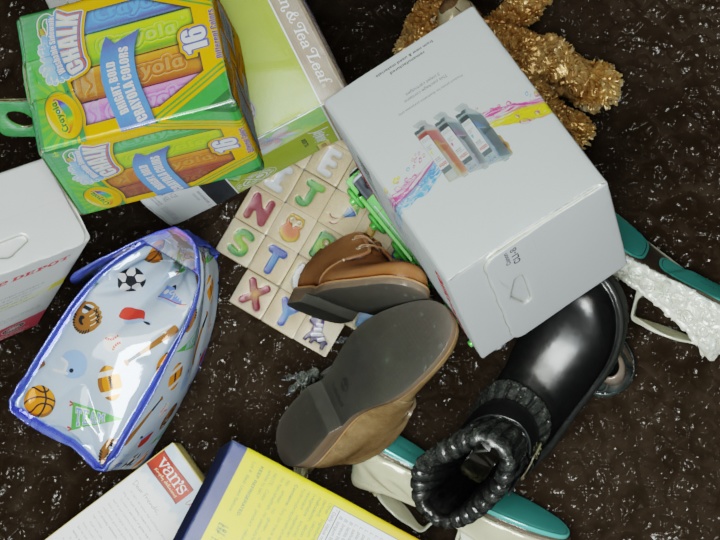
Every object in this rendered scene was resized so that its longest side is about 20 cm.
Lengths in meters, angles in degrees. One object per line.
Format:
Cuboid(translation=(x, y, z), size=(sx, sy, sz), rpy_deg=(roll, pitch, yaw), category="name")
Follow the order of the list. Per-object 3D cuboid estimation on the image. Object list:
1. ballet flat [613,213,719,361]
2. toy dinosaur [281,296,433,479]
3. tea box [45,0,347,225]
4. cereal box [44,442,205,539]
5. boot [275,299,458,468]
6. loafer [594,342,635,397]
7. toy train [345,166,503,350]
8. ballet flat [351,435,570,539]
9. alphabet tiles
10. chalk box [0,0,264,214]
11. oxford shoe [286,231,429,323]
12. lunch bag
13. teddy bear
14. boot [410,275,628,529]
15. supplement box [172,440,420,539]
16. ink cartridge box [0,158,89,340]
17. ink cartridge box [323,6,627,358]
Cuboid(translation=(0.234, 0.008, 1.592), size=(0.200, 0.072, 0.072), rpy_deg=(35, 88, 9), category="ballet flat")
Cuboid(translation=(-0.016, 0.088, 1.596), size=(0.047, 0.088, 0.200), rpy_deg=(35, 87, 24), category="toy dinosaur")
Cuboid(translation=(-0.130, -0.177, 1.611), size=(0.196, 0.134, 0.201), rpy_deg=(-27, 79, 3), category="tea box")
Cuboid(translation=(-0.194, 0.262, 1.616), size=(0.200, 0.040, 0.144), rpy_deg=(-36, 83, 0), category="cereal box")
Cuboid(translation=(0.020, 0.093, 1.519), size=(0.200, 0.075, 0.074), rpy_deg=(-43, 49, 32), category="boot")
Cuboid(translation=(0.161, 0.019, 1.596), size=(0.072, 0.063, 0.200), rpy_deg=(-41, 81, 0), category="loafer")
Cuboid(translation=(0.056, -0.012, 1.609), size=(0.042, 0.056, 0.200), rpy_deg=(-40, 85, -1), category="toy train")
Cuboid(translation=(0.079, 0.200, 1.591), size=(0.199, 0.069, 0.070), rpy_deg=(28, 87, 10), category="ballet flat")
Cuboid(translation=(-0.023, -0.035, 1.650), size=(0.166, 0.006, 0.201), rpy_deg=(30, 87, 9), category="alphabet tiles")
Cuboid(translation=(-0.190, -0.131, 1.470), size=(0.199, 0.125, 0.125), rpy_deg=(-15, 68, 4), category="chalk box")
Cuboid(translation=(0.000, 0.000, 1.550), size=(0.071, 0.200, 0.072), rpy_deg=(24, 78, -25), category="oxford shoe")
Cuboid(translation=(-0.190, 0.055, 1.576), size=(0.124, 0.170, 0.201), rpy_deg=(32, 89, 4), category="lunch bag")
Cuboid(translation=(0.128, -0.178, 1.621), size=(0.145, 0.067, 0.200), rpy_deg=(-41, 82, -2), category="teddy bear")
Cuboid(translation=(0.129, 0.102, 1.507), size=(0.079, 0.158, 0.212), rpy_deg=(32, 116, 21), category="boot")
Cuboid(translation=(-0.048, 0.235, 1.544), size=(0.199, 0.110, 0.109), rpy_deg=(29, 77, -4), category="supplement box")
Cuboid(translation=(-0.322, 0.002, 1.558), size=(0.145, 0.200, 0.084), rpy_deg=(-24, 79, -31), category="ink cartridge box")
Cuboid(translation=(0.092, -0.067, 1.478), size=(0.144, 0.145, 0.200), rpy_deg=(-31, 60, -1), category="ink cartridge box")
